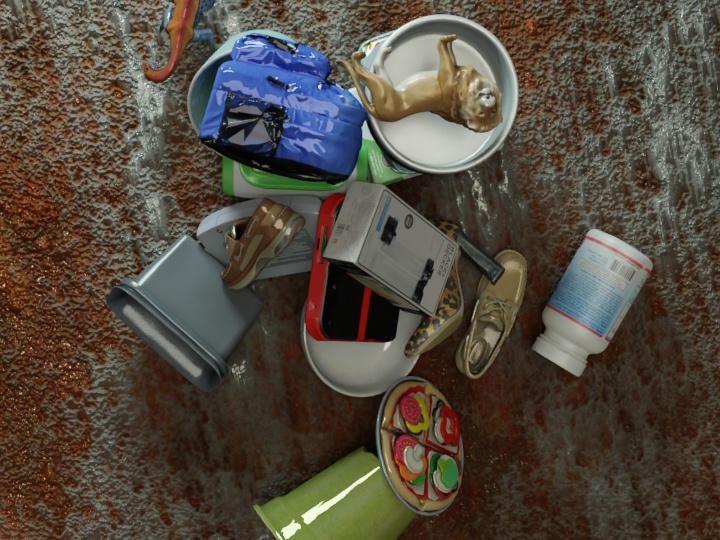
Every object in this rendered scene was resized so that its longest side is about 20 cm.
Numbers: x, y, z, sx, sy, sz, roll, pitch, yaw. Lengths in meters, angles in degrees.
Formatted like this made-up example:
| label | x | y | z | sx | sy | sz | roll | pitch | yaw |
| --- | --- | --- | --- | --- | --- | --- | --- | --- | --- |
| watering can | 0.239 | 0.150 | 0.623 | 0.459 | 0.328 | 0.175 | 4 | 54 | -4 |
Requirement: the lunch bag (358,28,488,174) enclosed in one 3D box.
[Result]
| label | x | y | z | sx | sy | sz | roll | pitch | yaw |
| --- | --- | --- | --- | --- | --- | --- | --- | --- | --- |
| lunch bag | 0.090 | -0.236 | 1.444 | 0.159 | 0.077 | 0.202 | -20 | 94 | -4 |

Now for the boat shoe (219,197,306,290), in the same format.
| label | x | y | z | sx | sy | sz | roll | pitch | yaw |
| --- | --- | --- | --- | --- | --- | --- | --- | --- | --- |
| boat shoe | -0.145 | -0.040 | 1.411 | 0.072 | 0.200 | 0.076 | 40 | 49 | -9 |

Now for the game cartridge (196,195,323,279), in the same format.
| label | x | y | z | sx | sy | sz | roll | pitch | yaw |
| --- | --- | --- | --- | --- | --- | --- | --- | --- | --- |
| game cartridge | -0.123 | -0.046 | 1.476 | 0.198 | 0.134 | 0.041 | -9 | 52 | 23 |

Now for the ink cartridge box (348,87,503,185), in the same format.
| label | x | y | z | sx | sy | sz | roll | pitch | yaw |
| --- | --- | --- | --- | --- | --- | --- | --- | --- | --- |
| ink cartridge box | 0.092 | -0.217 | 1.525 | 0.198 | 0.083 | 0.148 | -16 | 94 | -2 |

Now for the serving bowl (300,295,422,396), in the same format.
| label | x | y | z | sx | sy | sz | roll | pitch | yaw |
| --- | --- | --- | --- | --- | --- | --- | --- | --- | --- |
| serving bowl | -0.004 | 0.081 | 1.536 | 0.198 | 0.066 | 0.203 | -1 | 93 | -26 |

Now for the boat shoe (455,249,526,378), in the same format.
| label | x | y | z | sx | sy | sz | roll | pitch | yaw |
| --- | --- | --- | --- | --- | --- | --- | --- | --- | --- |
| boat shoe | 0.200 | 0.067 | 1.562 | 0.071 | 0.065 | 0.202 | 23 | 92 | -5 |

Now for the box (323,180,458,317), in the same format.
| label | x | y | z | sx | sy | sz | roll | pitch | yaw |
| --- | --- | --- | --- | --- | --- | --- | --- | --- | --- |
| box | 0.046 | -0.027 | 1.433 | 0.200 | 0.060 | 0.118 | 36 | 71 | -47 |

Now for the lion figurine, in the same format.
| label | x | y | z | sx | sy | sz | roll | pitch | yaw |
| --- | --- | --- | --- | --- | --- | --- | --- | --- | --- |
| lion figurine | 0.074 | -0.222 | 1.299 | 0.197 | 0.072 | 0.124 | -8 | 101 | 10 |

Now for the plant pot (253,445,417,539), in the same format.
| label | x | y | z | sx | sy | sz | roll | pitch | yaw |
| --- | --- | --- | --- | --- | --- | --- | --- | --- | --- |
| plant pot | -0.025 | 0.362 | 1.520 | 0.184 | 0.200 | 0.201 | -39 | 96 | -12 |

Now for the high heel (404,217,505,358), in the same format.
| label | x | y | z | sx | sy | sz | roll | pitch | yaw |
| --- | --- | --- | --- | --- | --- | --- | --- | --- | --- |
| high heel | 0.097 | 0.022 | 1.534 | 0.142 | 0.072 | 0.200 | 41 | 77 | 17 |

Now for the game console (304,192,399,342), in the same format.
| label | x | y | z | sx | sy | sz | roll | pitch | yaw |
| --- | --- | --- | --- | --- | --- | --- | --- | --- | --- |
| game console | 0.000 | 0.000 | 1.454 | 0.031 | 0.176 | 0.203 | 11 | 94 | 40 |

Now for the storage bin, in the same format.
| label | x | y | z | sx | sy | sz | roll | pitch | yaw |
| --- | --- | --- | --- | --- | --- | --- | --- | --- | --- |
| storage bin | -0.244 | 0.056 | 1.508 | 0.200 | 0.145 | 0.135 | 43 | 63 | -5 |

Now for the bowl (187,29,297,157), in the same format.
| label | x | y | z | sx | sy | sz | roll | pitch | yaw |
| --- | --- | --- | --- | --- | --- | --- | --- | --- | --- |
| bowl | -0.140 | -0.257 | 1.473 | 0.198 | 0.106 | 0.202 | -1 | 135 | -1 |

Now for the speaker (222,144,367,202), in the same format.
| label | x | y | z | sx | sy | sz | roll | pitch | yaw |
| --- | --- | --- | --- | --- | --- | --- | --- | --- | --- |
| speaker | -0.090 | -0.141 | 1.454 | 0.197 | 0.088 | 0.090 | 2 | 94 | -3 |

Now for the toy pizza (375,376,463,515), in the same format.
| label | x | y | z | sx | sy | sz | roll | pitch | yaw |
| --- | --- | --- | --- | --- | --- | --- | --- | --- | --- |
| toy pizza | 0.095 | 0.251 | 1.519 | 0.032 | 0.200 | 0.202 | -19 | 97 | 38 |

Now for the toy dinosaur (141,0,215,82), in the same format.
| label | x | y | z | sx | sy | sz | roll | pitch | yaw |
| --- | --- | --- | --- | --- | --- | --- | --- | --- | --- |
| toy dinosaur | -0.258 | -0.359 | 1.466 | 0.104 | 0.201 | 0.183 | 12 | 61 | 10 |

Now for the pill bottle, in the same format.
| label | x | y | z | sx | sy | sz | roll | pitch | yaw |
| --- | --- | --- | --- | --- | --- | --- | --- | --- | --- |
| pill bottle | 0.338 | 0.050 | 1.548 | 0.108 | 0.109 | 0.201 | 30 | 92 | -5 |

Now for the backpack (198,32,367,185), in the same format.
| label | x | y | z | sx | sy | sz | roll | pitch | yaw |
| --- | --- | --- | --- | --- | --- | --- | --- | --- | --- |
| backpack | -0.088 | -0.200 | 1.328 | 0.198 | 0.163 | 0.170 | 18 | 100 | -5 |

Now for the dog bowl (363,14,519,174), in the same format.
| label | x | y | z | sx | sy | sz | roll | pitch | yaw |
| --- | --- | --- | --- | --- | --- | --- | --- | --- | --- |
| dog bowl | 0.102 | -0.226 | 1.367 | 0.197 | 0.079 | 0.203 | 0 | 93 | -5 |
